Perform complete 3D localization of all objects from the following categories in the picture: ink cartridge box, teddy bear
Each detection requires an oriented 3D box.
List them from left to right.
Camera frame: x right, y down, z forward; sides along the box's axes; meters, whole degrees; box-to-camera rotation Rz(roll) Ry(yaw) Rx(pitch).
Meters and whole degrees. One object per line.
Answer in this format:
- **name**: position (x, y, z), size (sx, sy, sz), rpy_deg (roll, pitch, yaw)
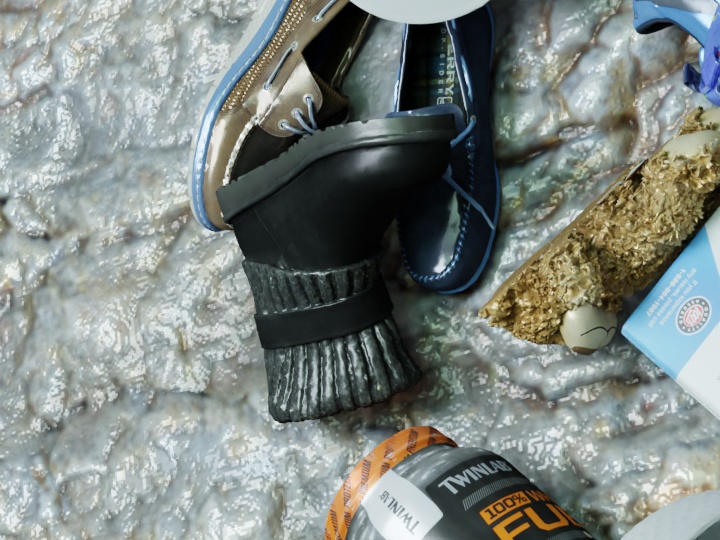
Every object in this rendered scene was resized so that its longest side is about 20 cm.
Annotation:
- **teddy bear**: position (0.157, -0.018, 1.342), size (0.200, 0.145, 0.067), rpy_deg (-44, 89, 15)
- **ink cartridge box**: position (0.267, 0.045, 1.289), size (0.145, 0.084, 0.200), rpy_deg (-51, 58, 6)

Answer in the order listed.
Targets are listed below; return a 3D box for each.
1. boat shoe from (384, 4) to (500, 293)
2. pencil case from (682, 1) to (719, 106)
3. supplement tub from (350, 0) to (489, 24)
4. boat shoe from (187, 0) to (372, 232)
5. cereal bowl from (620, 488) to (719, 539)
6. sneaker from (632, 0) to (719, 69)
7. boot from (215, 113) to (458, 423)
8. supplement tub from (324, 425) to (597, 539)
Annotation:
- **boat shoe**: position (0.039, -0.087, 1.467), size (0.084, 0.069, 0.201), rpy_deg (-12, 71, 27)
- **pencil case**: position (0.277, -0.098, 1.280), size (0.199, 0.078, 0.087), rpy_deg (22, 62, 4)
- **supplement tub**: position (0.031, -0.253, 1.433), size (0.144, 0.144, 0.200), rpy_deg (-30, 34, 20)
- **boat shoe**: position (-0.047, -0.114, 1.522), size (0.072, 0.072, 0.201), rpy_deg (19, 87, 31)
- **cereal bowl**: position (0.174, 0.207, 1.220), size (0.083, 0.200, 0.201), rpy_deg (9, 80, 53)
- **sneaker**: position (0.247, -0.143, 1.372), size (0.199, 0.066, 0.079), rpy_deg (21, 101, 32)
- **boot**: position (0.002, 0.000, 1.415), size (0.211, 0.079, 0.159), rpy_deg (-25, 78, 54)
- **supplement tub**: position (0.078, 0.183, 1.338), size (0.200, 0.122, 0.123), rpy_deg (40, 98, 31)
